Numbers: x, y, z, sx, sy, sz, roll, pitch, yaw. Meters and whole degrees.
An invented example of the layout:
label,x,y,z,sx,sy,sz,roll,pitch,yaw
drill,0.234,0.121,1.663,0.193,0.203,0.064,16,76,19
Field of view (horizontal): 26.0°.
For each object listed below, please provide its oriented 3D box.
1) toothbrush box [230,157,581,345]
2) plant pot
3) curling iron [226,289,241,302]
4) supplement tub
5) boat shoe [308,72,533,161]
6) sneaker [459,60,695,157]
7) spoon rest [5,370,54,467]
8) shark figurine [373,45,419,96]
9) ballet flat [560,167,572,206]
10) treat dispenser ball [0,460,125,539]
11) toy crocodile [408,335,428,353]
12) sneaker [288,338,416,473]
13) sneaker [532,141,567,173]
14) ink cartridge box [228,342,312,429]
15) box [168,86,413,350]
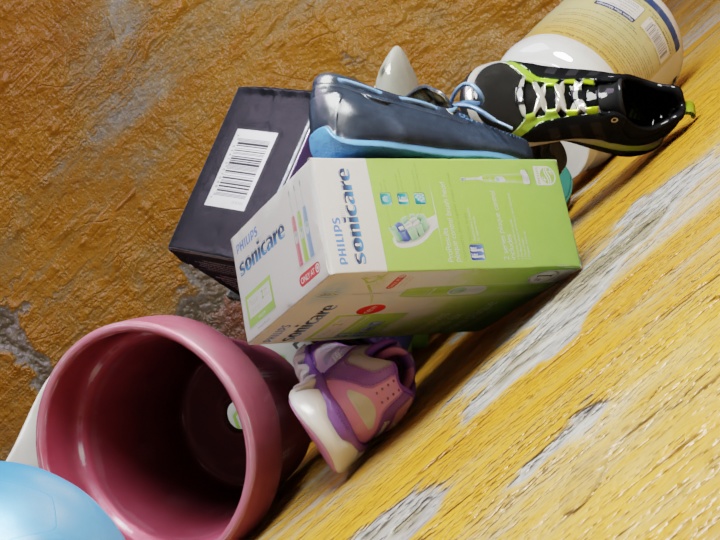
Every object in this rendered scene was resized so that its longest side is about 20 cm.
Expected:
label,x,y,z,sx,sy,sz,roll,pitch,yaw
toothbrush box,0.030,-0.013,1.094,0.199,0.087,0.146,0,-20,-29
plant pot,-0.132,0.131,1.271,0.200,0.201,0.179,-41,-13,22
curling iron,-0.072,0.028,1.426,0.049,0.026,0.200,-24,20,-28
supplement tub,0.218,-0.186,1.539,0.200,0.145,0.144,-44,3,-40
boat shoe,0.050,-0.101,1.089,0.084,0.069,0.199,-24,-23,38
sneaker,0.177,-0.141,1.252,0.199,0.072,0.083,2,-16,-23
spoon rest,-0.270,0.140,1.346,0.200,0.061,0.099,-48,-2,3
shark figurine,0.073,-0.057,1.209,0.089,0.214,0.129,6,60,45
ballet flat,0.131,-0.043,1.379,0.065,0.070,0.200,-53,-7,35
treat dispenser ball,-0.237,0.223,0.987,0.201,0.201,0.201,-42,2,2
toy crocodile,0.025,0.058,1.397,0.067,0.062,0.200,0,1,-1
sneaker,0.001,0.085,1.162,0.088,0.081,0.200,-35,8,3
sneaker,0.092,-0.106,1.362,0.199,0.071,0.094,-8,30,32
ink cartridge box,-0.071,0.109,1.463,0.200,0.104,0.059,-42,3,-4
box,-0.031,-0.034,1.243,0.104,0.200,0.149,10,73,45
